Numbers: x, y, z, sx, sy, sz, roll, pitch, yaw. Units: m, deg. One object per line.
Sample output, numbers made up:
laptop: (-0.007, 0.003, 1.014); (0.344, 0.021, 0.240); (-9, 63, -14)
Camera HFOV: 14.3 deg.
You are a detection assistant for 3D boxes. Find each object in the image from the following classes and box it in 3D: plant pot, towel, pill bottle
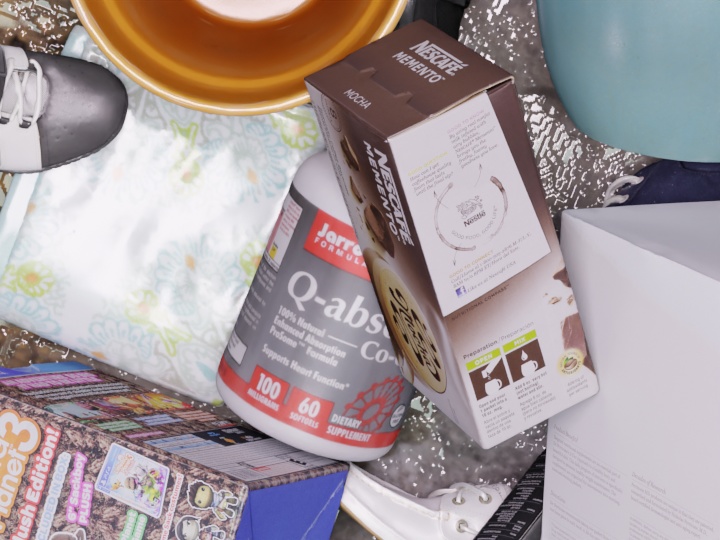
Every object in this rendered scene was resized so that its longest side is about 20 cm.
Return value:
plant pot: (0.192, -0.155, 1.658); (0.199, 0.201, 0.162); (4, 108, 0)
towel: (-0.125, -0.039, 1.742); (0.170, 0.048, 0.201); (23, 97, -2)
plant pot: (-0.065, -0.195, 1.654); (0.199, 0.183, 0.202); (0, 97, 1)
pill bottle: (0.000, 0.000, 1.686); (0.115, 0.116, 0.201); (21, 104, -2)

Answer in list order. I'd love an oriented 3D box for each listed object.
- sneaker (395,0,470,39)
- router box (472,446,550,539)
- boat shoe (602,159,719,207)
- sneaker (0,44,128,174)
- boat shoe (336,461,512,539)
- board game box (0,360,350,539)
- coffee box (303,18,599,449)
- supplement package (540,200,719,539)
sneaker: (0.055, -0.198, 1.709); (0.081, 0.073, 0.201); (0, 98, -1)
router box: (0.157, 0.208, 1.720); (0.200, 0.062, 0.150); (47, 70, -17)
boat shoe: (0.152, -0.013, 1.724); (0.199, 0.075, 0.093); (-4, 62, -7)
sneaker: (-0.233, -0.101, 1.669); (0.199, 0.089, 0.075); (2, 82, -6)
boat shoe: (0.069, 0.159, 1.757); (0.199, 0.071, 0.070); (31, 94, -14)
board game box: (-0.133, 0.131, 1.677); (0.199, 0.159, 0.097); (19, 98, 21)
coffee box: (0.051, -0.021, 1.566); (0.080, 0.113, 0.201); (-26, 120, -14)
supplement package: (0.211, 0.079, 1.586); (0.146, 0.191, 0.201); (-4, 106, -26)
